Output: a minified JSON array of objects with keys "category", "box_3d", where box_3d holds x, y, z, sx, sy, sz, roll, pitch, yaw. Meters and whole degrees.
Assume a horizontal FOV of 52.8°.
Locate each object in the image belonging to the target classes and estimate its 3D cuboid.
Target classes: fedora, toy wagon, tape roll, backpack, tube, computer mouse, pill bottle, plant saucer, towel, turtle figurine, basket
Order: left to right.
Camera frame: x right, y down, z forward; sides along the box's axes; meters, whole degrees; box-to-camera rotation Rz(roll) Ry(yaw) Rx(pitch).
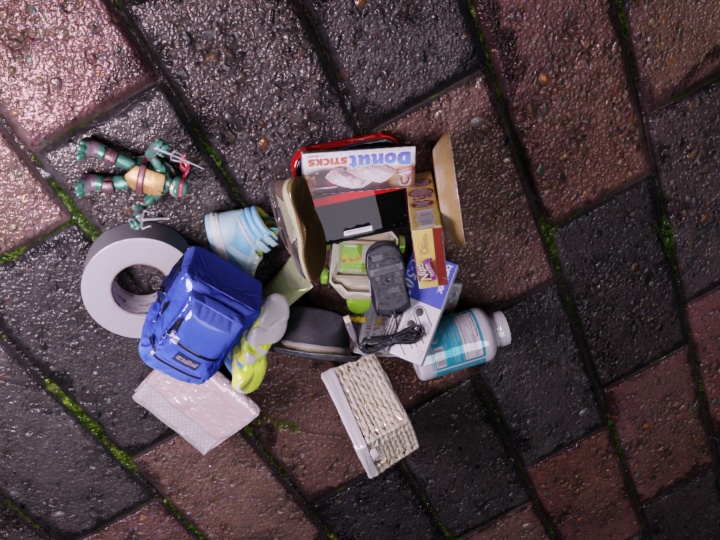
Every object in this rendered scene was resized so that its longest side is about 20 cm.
[{"category":"tape roll","box_3d":[-0.384,0.017,1.274,0.196,0.066,0.204,-7,122,-12]},{"category":"turtle figurine","box_3d":[-0.351,-0.144,1.166,0.196,0.101,0.153,13,103,-5]},{"category":"backpack","box_3d":[-0.280,0.091,1.208,0.161,0.169,0.200,34,116,-18]},{"category":"towel","box_3d":[-0.317,0.251,1.392,0.200,0.032,0.190,43,120,-13]},{"category":"tube","box_3d":[-0.173,0.068,1.365,0.058,0.052,0.200,40,106,-15]},{"category":"fedora","box_3d":[-0.089,0.115,1.373,0.197,0.200,0.094,8,88,-19]},{"category":"toy wagon","box_3d":[0.000,0.000,1.369,0.152,0.040,0.204,2,113,-10]},{"category":"basket","box_3d":[0.021,0.284,1.460,0.122,0.201,0.137,-26,138,-6]},{"category":"computer mouse","box_3d":[0.028,0.051,1.336,0.138,0.046,0.204,-18,102,-3]},{"category":"plant saucer","box_3d":[0.151,-0.138,1.256,0.035,0.202,0.203,-8,124,8]},{"category":"pill bottle","box_3d":[0.197,0.142,1.454,0.196,0.111,0.112,-15,124,-5]}]

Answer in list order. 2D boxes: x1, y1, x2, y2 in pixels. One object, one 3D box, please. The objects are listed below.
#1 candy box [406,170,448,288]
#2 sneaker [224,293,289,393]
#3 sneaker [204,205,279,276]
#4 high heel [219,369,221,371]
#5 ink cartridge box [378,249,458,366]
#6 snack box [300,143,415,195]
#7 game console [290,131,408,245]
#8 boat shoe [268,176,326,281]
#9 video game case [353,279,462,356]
[{"category":"candy box","box_3d":[0.114,-0.076,1.272,0.055,0.201,0.118,-8,124,3]},{"category":"sneaker","box_3d":[-0.199,0.113,1.297,0.075,0.105,0.203,9,112,-46]},{"category":"sneaker","box_3d":[-0.189,-0.024,1.295,0.128,0.080,0.203,-17,124,-3]},{"category":"high heel","box_3d":[-0.274,0.205,1.412,0.096,0.068,0.200,-36,120,21]},{"category":"ink cartridge box","box_3d":[0.110,0.070,1.382,0.092,0.044,0.203,21,88,13]},{"category":"snack box","box_3d":[-0.003,-0.174,1.245,0.196,0.024,0.073,-6,112,-10]},{"category":"game console","box_3d":[-0.016,-0.142,1.285,0.196,0.031,0.180,-12,115,-7]},{"category":"boat shoe","box_3d":[-0.108,-0.073,1.249,0.064,0.073,0.203,11,128,30]},{"category":"video game case","box_3d":[0.096,0.098,1.480,0.196,0.023,0.185,2,120,-17]}]
